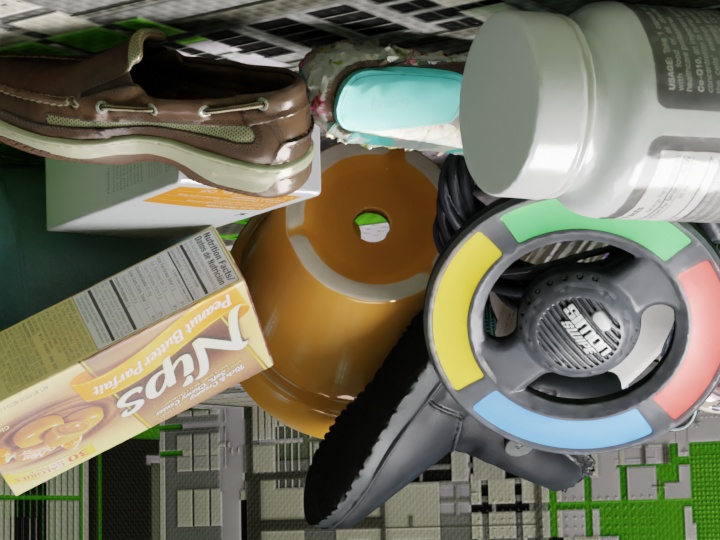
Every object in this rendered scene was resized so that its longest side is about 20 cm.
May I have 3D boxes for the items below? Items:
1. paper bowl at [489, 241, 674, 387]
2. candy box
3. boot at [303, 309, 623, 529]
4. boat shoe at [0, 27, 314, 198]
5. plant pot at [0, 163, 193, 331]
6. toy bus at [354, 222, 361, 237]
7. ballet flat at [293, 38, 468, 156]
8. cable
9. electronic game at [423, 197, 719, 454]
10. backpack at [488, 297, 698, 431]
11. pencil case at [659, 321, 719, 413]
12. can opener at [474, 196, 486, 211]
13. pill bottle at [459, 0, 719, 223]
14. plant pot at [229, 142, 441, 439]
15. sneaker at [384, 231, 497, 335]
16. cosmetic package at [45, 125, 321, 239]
[{"bbox_3d":[0.175,0.002,1.432,0.104,0.201,0.201,39,-169,25],"label":"paper bowl"},{"bbox_3d":[-0.165,0.062,1.274,0.200,0.055,0.116,-27,149,-8],"label":"candy box"},{"bbox_3d":[0.074,0.128,1.345,0.168,0.076,0.200,22,119,-23],"label":"boot"},{"bbox_3d":[-0.121,-0.101,1.048,0.202,0.075,0.075,11,-144,8],"label":"boat shoe"},{"bbox_3d":[-0.215,0.006,1.370,0.196,0.201,0.200,-6,175,-23],"label":"plant pot"},{"bbox_3d":[-0.037,0.022,1.553,0.065,0.200,0.078,7,134,-2],"label":"toy bus"},{"bbox_3d":[0.050,-0.101,1.097,0.200,0.076,0.064,9,-162,-34],"label":"ballet flat"},{"bbox_3d":[0.132,-0.044,1.234,0.200,0.051,0.163,-11,130,26],"label":"cable"},{"bbox_3d":[0.139,0.033,1.224,0.200,0.200,0.042,-2,-152,8],"label":"electronic game"},{"bbox_3d":[0.197,0.037,1.645,0.200,0.178,0.151,5,-160,-2],"label":"backpack"},{"bbox_3d":[0.282,0.018,1.401,0.089,0.078,0.200,30,137,17],"label":"pencil case"},{"bbox_3d":[0.125,0.008,1.546,0.200,0.067,0.053,36,148,-3],"label":"can opener"},{"bbox_3d":[0.161,-0.082,1.009,0.200,0.114,0.114,2,171,-21],"label":"pill bottle"},{"bbox_3d":[0.000,0.000,1.386,0.200,0.201,0.183,0,156,-7],"label":"plant pot"},{"bbox_3d":[0.078,0.041,1.550,0.091,0.200,0.078,2,139,-34],"label":"sneaker"},{"bbox_3d":[-0.117,-0.069,1.218,0.101,0.071,0.200,3,171,-31],"label":"cosmetic package"}]
